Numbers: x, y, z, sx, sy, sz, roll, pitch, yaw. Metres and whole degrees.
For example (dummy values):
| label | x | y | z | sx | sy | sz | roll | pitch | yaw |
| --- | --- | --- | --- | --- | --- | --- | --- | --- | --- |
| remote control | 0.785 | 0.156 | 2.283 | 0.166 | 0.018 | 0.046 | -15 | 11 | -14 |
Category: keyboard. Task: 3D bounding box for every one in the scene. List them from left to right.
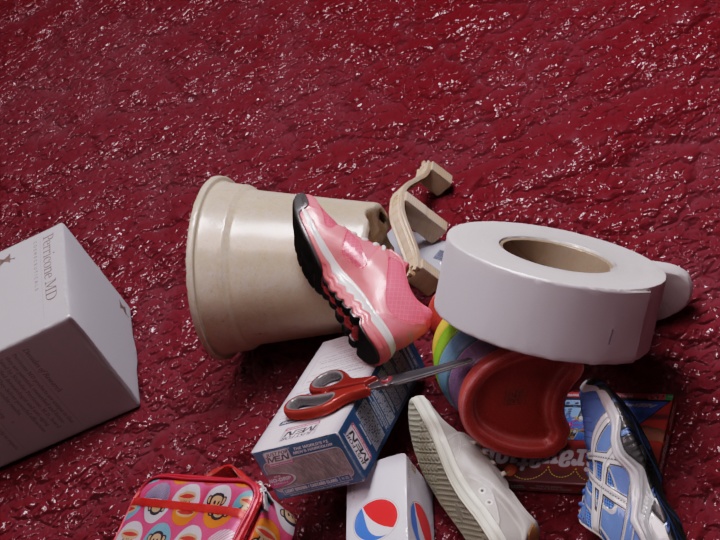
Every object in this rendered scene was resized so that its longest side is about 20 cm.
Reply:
| label | x | y | z | sx | sy | sz | roll | pitch | yaw |
| --- | --- | --- | --- | --- | --- | --- | --- | --- | --- |
| keyboard | 0.085 | -0.009 | 1.601 | 0.056 | 0.011 | 0.200 | -45 | 37 | -22 |

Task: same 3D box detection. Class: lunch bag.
| label | x | y | z | sx | sy | sz | roll | pitch | yaw |
| --- | --- | --- | --- | --- | --- | --- | --- | --- | --- |
| lunch bag | -0.155 | 0.266 | 1.419 | 0.200 | 0.082 | 0.176 | -5 | 50 | 46 |

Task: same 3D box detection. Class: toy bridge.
| label | x | y | z | sx | sy | sz | roll | pitch | yaw |
| --- | --- | --- | --- | --- | --- | --- | --- | --- | --- |
| toy bridge | 0.063 | -0.059 | 1.610 | 0.027 | 0.067 | 0.200 | -41 | 25 | 32 |

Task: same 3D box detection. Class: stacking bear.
| label | x | y | z | sx | sy | sz | roll | pitch | yaw |
| --- | --- | --- | --- | --- | --- | --- | --- | --- | --- |
| stacking bear | 0.120 | 0.075 | 1.412 | 0.114 | 0.122 | 0.200 | 1 | 25 | -15 |

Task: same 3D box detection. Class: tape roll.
| label | x | y | z | sx | sy | sz | roll | pitch | yaw |
| --- | --- | --- | --- | --- | --- | --- | --- | --- | --- |
| tape roll | 0.170 | 0.017 | 1.331 | 0.202 | 0.071 | 0.202 | 10 | 15 | -3 |

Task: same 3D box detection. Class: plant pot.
| label | x | y | z | sx | sy | sz | roll | pitch | yaw |
| --- | --- | --- | --- | --- | --- | --- | --- | --- | --- |
| plant pot | -0.065 | -0.003 | 1.583 | 0.183 | 0.201 | 0.201 | -1 | 49 | 15 |

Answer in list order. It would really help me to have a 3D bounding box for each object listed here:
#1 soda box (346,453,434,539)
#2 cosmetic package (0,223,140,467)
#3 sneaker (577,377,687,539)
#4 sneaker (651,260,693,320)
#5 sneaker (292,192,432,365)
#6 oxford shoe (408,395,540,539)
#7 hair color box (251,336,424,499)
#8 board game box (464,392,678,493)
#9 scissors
| label | x | y | z | sx | sy | sz | roll | pitch | yaw |
| --- | --- | --- | --- | --- | --- | --- | --- | --- | --- |
| soda box | 0.028 | 0.268 | 1.338 | 0.064 | 0.068 | 0.200 | -18 | 43 | 17 |
| cosmetic package | -0.379 | 0.088 | 1.683 | 0.200 | 0.166 | 0.167 | -25 | 42 | 7 |
| sneaker | 0.219 | 0.185 | 1.277 | 0.077 | 0.076 | 0.200 | -26 | 57 | 19 |
| sneaker | 0.235 | 0.004 | 1.471 | 0.200 | 0.075 | 0.089 | -5 | 36 | 29 |
| sneaker | 0.000 | 0.000 | 1.457 | 0.087 | 0.074 | 0.200 | -24 | 64 | -17 |
| oxford shoe | 0.101 | 0.191 | 1.359 | 0.058 | 0.075 | 0.200 | -20 | 48 | -17 |
| hair color box | -0.018 | 0.134 | 1.443 | 0.100 | 0.061 | 0.200 | -17 | 21 | 29 |
| board game box | 0.189 | 0.160 | 1.383 | 0.200 | 0.019 | 0.103 | -2 | 51 | 30 |
| scissors | 0.013 | 0.110 | 1.358 | 0.200 | 0.014 | 0.073 | -8 | 25 | 42 |
